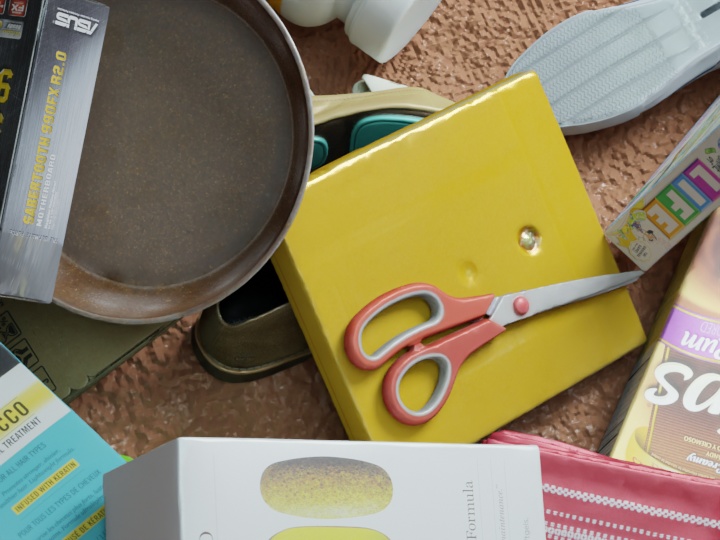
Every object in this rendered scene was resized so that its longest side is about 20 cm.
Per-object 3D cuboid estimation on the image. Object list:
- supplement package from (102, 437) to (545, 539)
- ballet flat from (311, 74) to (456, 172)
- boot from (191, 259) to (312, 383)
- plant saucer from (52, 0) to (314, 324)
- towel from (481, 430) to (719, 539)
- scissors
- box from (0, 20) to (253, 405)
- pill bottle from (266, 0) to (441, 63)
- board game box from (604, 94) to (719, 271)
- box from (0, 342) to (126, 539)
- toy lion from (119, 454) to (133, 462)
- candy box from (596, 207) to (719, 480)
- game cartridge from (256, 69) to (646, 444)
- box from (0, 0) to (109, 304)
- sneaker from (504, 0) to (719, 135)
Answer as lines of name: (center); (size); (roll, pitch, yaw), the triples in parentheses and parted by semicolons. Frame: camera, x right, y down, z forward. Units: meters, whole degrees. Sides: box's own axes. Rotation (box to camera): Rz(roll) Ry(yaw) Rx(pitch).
supplement package: (-0.018, 0.148, 1.124); (0.199, 0.109, 0.114); (3, 75, -26)
ballet flat: (-0.015, -0.089, 1.319); (0.199, 0.069, 0.063); (-2, 55, -13)
boot: (0.000, 0.000, 1.280); (0.200, 0.075, 0.074); (-26, 73, -20)
plant saucer: (-0.116, -0.071, 1.196); (0.200, 0.034, 0.201); (0, 89, 16)
towel: (0.119, 0.197, 1.221); (0.144, 0.022, 0.201); (12, 83, -2)
scissors: (0.077, 0.017, 1.248); (0.200, 0.014, 0.073); (-30, 98, -28)
box: (-0.169, -0.044, 1.241); (0.163, 0.021, 0.200); (-36, 81, 13)
pill bottle: (-0.040, -0.218, 1.338); (0.200, 0.113, 0.113); (38, 67, 6)
board game box: (0.234, -0.098, 1.305); (0.034, 0.134, 0.200); (43, 54, 0)
box: (-0.198, 0.094, 1.192); (0.200, 0.049, 0.082); (40, 62, 21)
toy lion: (-0.139, 0.198, 1.186); (0.200, 0.069, 0.192); (-23, 67, -18)
candy box: (0.221, 0.065, 1.305); (0.116, 0.056, 0.200); (26, 68, 0)
game cartridge: (0.053, 0.003, 1.263); (0.200, 0.032, 0.177); (-26, 97, -29)
box: (-0.231, -0.076, 1.188); (0.048, 0.200, 0.159); (13, 89, -50)
sneaker: (0.183, -0.133, 1.373); (0.200, 0.071, 0.073); (-23, 77, 4)
